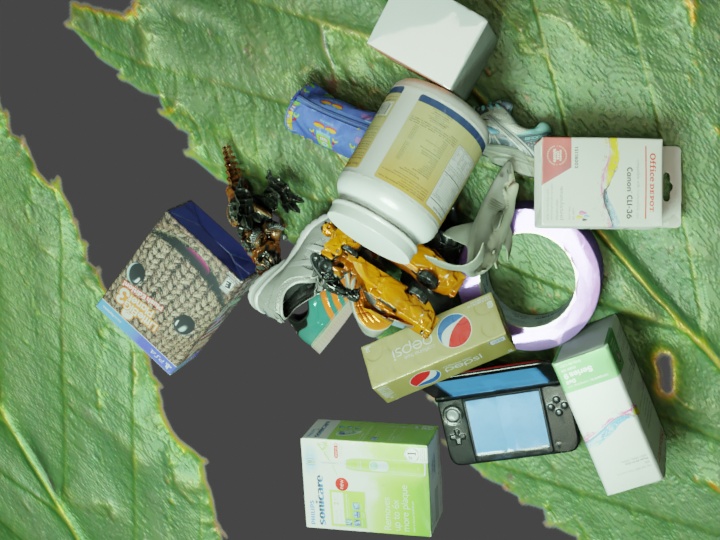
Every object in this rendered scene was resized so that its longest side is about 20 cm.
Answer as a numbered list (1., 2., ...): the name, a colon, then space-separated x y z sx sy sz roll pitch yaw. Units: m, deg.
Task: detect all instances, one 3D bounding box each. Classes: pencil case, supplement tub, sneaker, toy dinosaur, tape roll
1. pencil case: -0.012 -0.196 1.567 0.199 0.087 0.078 27 73 25
2. supplement tub: 0.059 -0.124 1.430 0.144 0.144 0.201 30 81 7
3. sneaker: 0.104 -0.021 1.558 0.090 0.075 0.202 -1 97 58
4. toy dinosaur: -0.163 -0.083 1.657 0.200 0.102 0.136 48 155 -5
5. sneaker: -0.036 0.028 1.660 0.080 0.071 0.201 37 111 2
6. sneaker: -0.066 -0.001 1.628 0.200 0.075 0.082 -47 48 -4
7. sneaker: 0.000 0.000 1.576 0.075 0.092 0.202 -5 69 -9
8. tape roll: 0.237 0.007 1.578 0.198 0.066 0.202 4 105 15
9. sneaker: 0.169 -0.198 1.553 0.198 0.078 0.087 21 96 4

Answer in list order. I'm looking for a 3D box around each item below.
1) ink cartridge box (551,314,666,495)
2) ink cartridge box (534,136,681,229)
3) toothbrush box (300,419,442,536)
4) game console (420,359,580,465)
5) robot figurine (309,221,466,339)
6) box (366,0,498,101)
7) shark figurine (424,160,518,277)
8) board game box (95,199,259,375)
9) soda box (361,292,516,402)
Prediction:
1. ink cartridge box: 0.344 0.183 1.545 0.087 0.145 0.202 -23 96 21
2. ink cartridge box: 0.331 -0.114 1.481 0.198 0.067 0.118 0 89 -1
3. toothbrush box: 0.018 0.312 1.708 0.198 0.086 0.147 2 104 18
4. game console: 0.198 0.206 1.610 0.198 0.119 0.174 -10 100 19
5. robot figurine: 0.030 -0.002 1.499 0.199 0.058 0.146 33 69 7
6. box: 0.098 -0.297 1.465 0.124 0.200 0.098 30 99 8
7. shark figurine: 0.144 -0.038 1.475 0.089 0.215 0.129 12 132 20
8. board game box: -0.273 0.024 1.717 0.159 0.097 0.200 41 111 4
9. soda box: 0.106 0.107 1.543 0.198 0.064 0.068 -23 60 10
